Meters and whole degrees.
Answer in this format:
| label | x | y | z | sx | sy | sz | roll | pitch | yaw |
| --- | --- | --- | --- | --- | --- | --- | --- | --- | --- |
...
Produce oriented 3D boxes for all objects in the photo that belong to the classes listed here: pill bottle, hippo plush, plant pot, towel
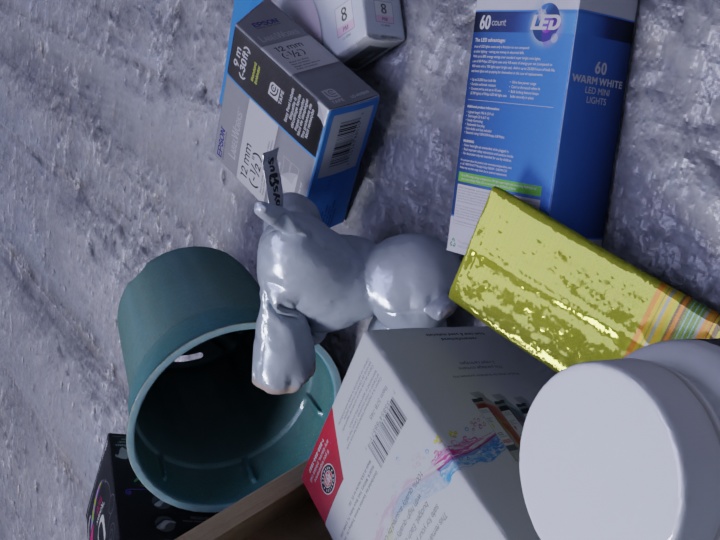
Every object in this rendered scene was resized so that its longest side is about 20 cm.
| label | x | y | z | sx | sy | sz | roll | pitch | yaw |
| --- | --- | --- | --- | --- | --- | --- | --- | --- | --- |
| pill bottle | 0.179 | 0.089 | 0.503 | 0.112 | 0.198 | 0.115 | -2 | 88 | 54 |
| hippo plush | 0.000 | 0.000 | 0.827 | 0.160 | 0.158 | 0.202 | -89 | 4 | -56 |
| plant pot | -0.142 | 0.086 | 1.006 | 0.196 | 0.198 | 0.202 | 53 | 131 | 53 |
| towel | 0.148 | 0.031 | 0.652 | 0.199 | 0.018 | 0.087 | 34 | 115 | 27 |

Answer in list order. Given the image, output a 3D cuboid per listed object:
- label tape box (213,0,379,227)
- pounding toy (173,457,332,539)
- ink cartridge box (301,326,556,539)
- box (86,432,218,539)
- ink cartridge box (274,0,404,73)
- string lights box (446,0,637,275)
| label | x | y | z | sx | sy | sz | roll | pitch | yaw |
| --- | --- | --- | --- | --- | --- | --- | --- | --- | --- |
| label tape box | -0.082 | -0.148 | 0.952 | 0.200 | 0.066 | 0.144 | 43 | 137 | 26 |
| pounding toy | -0.041 | 0.275 | 0.740 | 0.200 | 0.183 | 0.143 | 43 | 131 | 23 |
| ink cartridge box | 0.078 | 0.156 | 0.700 | 0.201 | 0.143 | 0.146 | 56 | 133 | 42 |
| box | -0.194 | 0.267 | 0.997 | 0.201 | 0.105 | 0.123 | -116 | 39 | -52 |
| ink cartridge box | -0.033 | -0.275 | 0.964 | 0.162 | 0.056 | 0.203 | -20 | 77 | 54 |
| string lights box | 0.121 | -0.104 | 0.719 | 0.102 | 0.058 | 0.203 | 19 | 105 | 54 |
